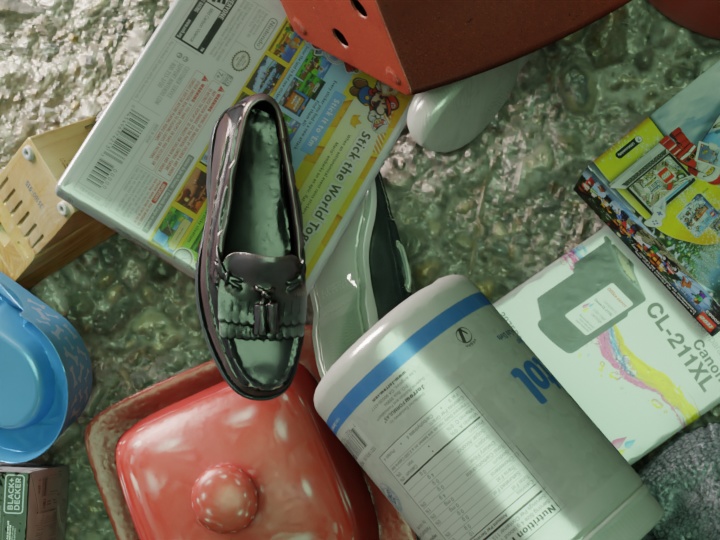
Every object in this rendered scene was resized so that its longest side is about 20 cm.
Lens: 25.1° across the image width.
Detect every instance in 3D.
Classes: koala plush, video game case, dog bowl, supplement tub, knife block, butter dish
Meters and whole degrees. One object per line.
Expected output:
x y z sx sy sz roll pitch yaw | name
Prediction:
0.250 0.205 1.025 0.177 0.200 0.184 -13 101 2 | koala plush
-0.080 -0.089 1.112 0.182 0.023 0.200 31 73 -5 | video game case
-0.274 0.051 1.149 0.200 0.050 0.112 34 113 16 | dog bowl
0.078 0.115 1.012 0.132 0.132 0.200 -41 80 -2 | supplement tub
-0.179 -0.068 1.184 0.200 0.175 0.064 -41 78 44 | knife block
-0.082 0.153 1.100 0.199 0.148 0.200 -23 82 1 | butter dish

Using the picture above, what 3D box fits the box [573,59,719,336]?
0.261 -0.069 1.092 0.200 0.038 0.137 -37 79 -21 | box

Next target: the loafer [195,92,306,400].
-0.069 -0.018 1.053 0.072 0.063 0.201 0 78 -15 | loafer

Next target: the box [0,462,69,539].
-0.315 0.163 1.130 0.199 0.117 0.060 3 86 2 | box

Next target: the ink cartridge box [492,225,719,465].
0.170 0.057 1.127 0.200 0.083 0.146 -35 82 0 | ink cartridge box

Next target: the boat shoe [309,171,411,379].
0.000 0.000 1.156 0.075 0.060 0.201 -18 63 38 | boat shoe

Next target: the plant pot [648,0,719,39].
0.279 -0.271 1.113 0.200 0.177 0.201 0 84 4 | plant pot

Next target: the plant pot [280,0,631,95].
0.036 -0.234 1.055 0.176 0.200 0.200 -40 45 -16 | plant pot

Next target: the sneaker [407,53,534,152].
0.072 -0.163 1.149 0.088 0.075 0.200 27 54 17 | sneaker
